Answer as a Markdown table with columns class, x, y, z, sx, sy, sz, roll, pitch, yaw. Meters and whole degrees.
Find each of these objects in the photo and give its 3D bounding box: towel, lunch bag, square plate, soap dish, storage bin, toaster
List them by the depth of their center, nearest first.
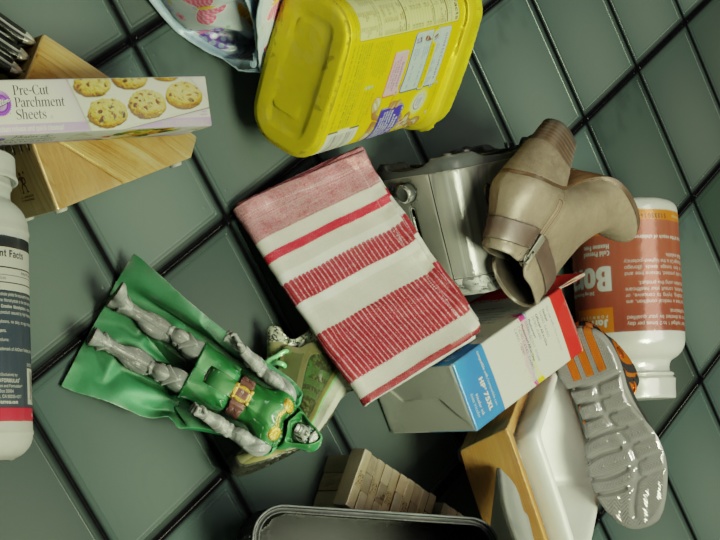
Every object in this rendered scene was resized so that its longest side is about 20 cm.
| class | x | y | z | sx | sy | sz | roll | pitch | yaw |
| --- | --- | --- | --- | --- | --- | --- | --- | --- | --- |
| storage bin | 0.002 | 0.262 | 1.243 | 0.198 | 0.094 | 0.137 | 5 | 78 | -10 |
| square plate | 0.121 | 0.285 | 1.264 | 0.200 | 0.028 | 0.200 | -86 | 179 | -78 |
| lunch bag | -0.103 | -0.288 | 1.270 | 0.200 | 0.126 | 0.170 | 53 | 51 | -41 |
| towel | 0.000 | 0.000 | 1.328 | 0.144 | 0.023 | 0.201 | -28 | 79 | -33 |
| soap dish | 0.157 | 0.183 | 1.436 | 0.200 | 0.081 | 0.159 | -49 | 122 | -68 |
| toaster | 0.108 | -0.050 | 1.451 | 0.199 | 0.113 | 0.130 | -16 | 98 | -47 |

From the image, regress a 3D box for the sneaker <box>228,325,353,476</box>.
| class | x | y | z | sx | sy | sz | roll | pitch | yaw |
| --- | --- | --- | --- | --- | --- | --- | --- | --- | --- |
| sneaker | -0.061 | 0.092 | 1.300 | 0.089 | 0.077 | 0.200 | 48 | 48 | -6 |

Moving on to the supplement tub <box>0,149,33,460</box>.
| class | x | y | z | sx | sy | sz | roll | pitch | yaw |
| --- | --- | --- | --- | --- | --- | --- | --- | --- | --- |
| supplement tub | -0.286 | 0.026 | 1.024 | 0.140 | 0.140 | 0.202 | 4 | 81 | -44 |

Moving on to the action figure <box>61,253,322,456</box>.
| class | x | y | z | sx | sy | sz | roll | pitch | yaw |
| --- | --- | --- | --- | --- | --- | --- | --- | --- | --- |
| action figure | -0.114 | 0.085 | 1.204 | 0.199 | 0.055 | 0.119 | 31 | 72 | -13 |

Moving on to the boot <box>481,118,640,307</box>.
| class | x | y | z | sx | sy | sz | roll | pitch | yaw |
| --- | --- | --- | --- | --- | --- | --- | --- | --- | --- |
| boot | 0.175 | -0.033 | 1.401 | 0.200 | 0.070 | 0.147 | 43 | 63 | -39 |

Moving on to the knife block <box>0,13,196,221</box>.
| class | x | y | z | sx | sy | sz | roll | pitch | yaw |
| --- | --- | --- | --- | --- | --- | --- | --- | --- | --- |
| knife block | -0.234 | -0.135 | 1.155 | 0.199 | 0.064 | 0.177 | -27 | 103 | -44 |

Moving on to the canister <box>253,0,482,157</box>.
| class | x | y | z | sx | sy | sz | roll | pitch | yaw |
| --- | --- | --- | --- | --- | --- | --- | --- | --- | --- |
| canister | 0.007 | -0.182 | 1.338 | 0.199 | 0.086 | 0.149 | -22 | 138 | -52 |

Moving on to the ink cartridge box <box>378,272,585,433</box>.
| class | x | y | z | sx | sy | sz | roll | pitch | yaw |
| --- | --- | --- | --- | --- | --- | --- | --- | --- | --- |
| ink cartridge box | 0.118 | 0.073 | 1.427 | 0.199 | 0.116 | 0.068 | -31 | 104 | -38 |

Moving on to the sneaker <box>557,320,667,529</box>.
| class | x | y | z | sx | sy | sz | roll | pitch | yaw |
| --- | --- | --- | --- | --- | --- | --- | --- | --- | --- |
| sneaker | 0.249 | 0.141 | 1.495 | 0.112 | 0.077 | 0.202 | -13 | 86 | -72 |

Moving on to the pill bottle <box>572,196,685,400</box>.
| class | x | y | z | sx | sy | sz | roll | pitch | yaw |
| --- | --- | --- | --- | --- | --- | --- | --- | --- | --- |
| pill bottle | 0.275 | 0.032 | 1.599 | 0.112 | 0.112 | 0.202 | 5 | 80 | -44 |

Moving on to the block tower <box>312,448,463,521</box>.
| class | x | y | z | sx | sy | sz | roll | pitch | yaw |
| --- | --- | --- | --- | --- | --- | --- | --- | --- | --- |
| block tower | 0.041 | 0.224 | 1.379 | 0.200 | 0.058 | 0.054 | 39 | 58 | -36 |

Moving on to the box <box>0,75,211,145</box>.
| class | x | y | z | sx | sy | sz | roll | pitch | yaw |
| --- | --- | --- | --- | --- | --- | --- | --- | --- | --- |
| box | -0.194 | -0.115 | 1.118 | 0.199 | 0.039 | 0.042 | -7 | 87 | -45 |
